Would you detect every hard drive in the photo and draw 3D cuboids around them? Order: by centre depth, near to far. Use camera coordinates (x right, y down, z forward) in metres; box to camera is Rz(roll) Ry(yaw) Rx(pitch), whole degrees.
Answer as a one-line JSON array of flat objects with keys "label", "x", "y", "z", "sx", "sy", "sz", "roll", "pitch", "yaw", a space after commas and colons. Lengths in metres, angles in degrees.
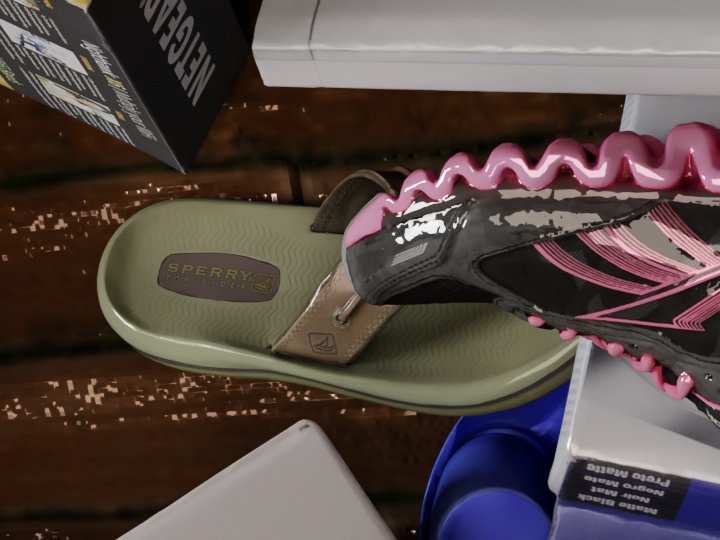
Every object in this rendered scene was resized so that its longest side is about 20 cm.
[{"label": "hard drive", "x": 0.077, "y": -0.109, "z": 0.876, "sx": 0.199, "sy": 0.133, "sz": 0.027, "roll": 3, "pitch": 144, "yaw": 18}]

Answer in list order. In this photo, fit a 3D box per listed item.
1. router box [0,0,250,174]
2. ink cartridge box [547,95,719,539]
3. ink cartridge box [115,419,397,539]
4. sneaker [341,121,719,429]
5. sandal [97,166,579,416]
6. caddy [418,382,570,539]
[{"label": "router box", "x": -0.124, "y": -0.107, "z": 0.907, "sx": 0.157, "sy": 0.200, "sz": 0.052, "roll": 27, "pitch": 82, "yaw": 9}, {"label": "ink cartridge box", "x": 0.163, "y": 0.033, "z": 0.874, "sx": 0.198, "sy": 0.041, "sz": 0.201, "roll": 10, "pitch": 87, "yaw": 2}, {"label": "ink cartridge box", "x": -0.018, "y": 0.154, "z": 0.940, "sx": 0.084, "sy": 0.200, "sz": 0.146, "roll": -32, "pitch": 76, "yaw": -17}, {"label": "sneaker", "x": 0.090, "y": 0.006, "z": 0.820, "sx": 0.199, "sy": 0.079, "sz": 0.096, "roll": -6, "pitch": 91, "yaw": 20}, {"label": "sandal", "x": -0.001, "y": 0.001, "z": 0.956, "sx": 0.200, "sy": 0.080, "sz": 0.057, "roll": 0, "pitch": 146, "yaw": 20}, {"label": "caddy", "x": 0.104, "y": 0.118, "z": 0.953, "sx": 0.141, "sy": 0.105, "sz": 0.201, "roll": -32, "pitch": 90, "yaw": 4}]
